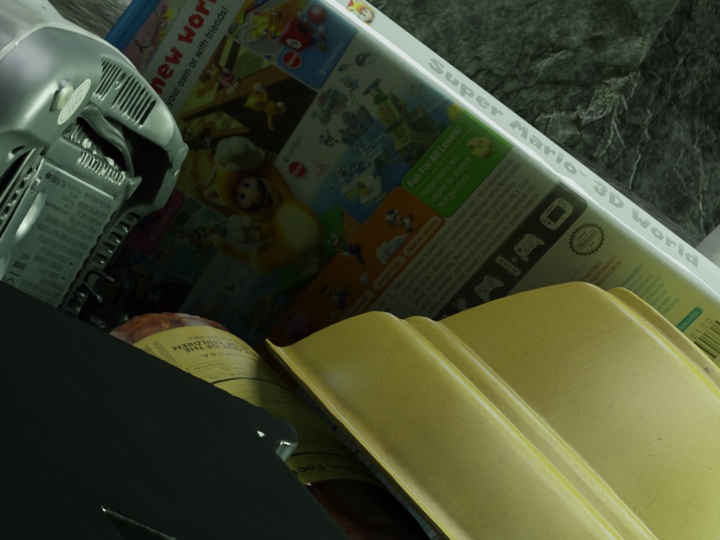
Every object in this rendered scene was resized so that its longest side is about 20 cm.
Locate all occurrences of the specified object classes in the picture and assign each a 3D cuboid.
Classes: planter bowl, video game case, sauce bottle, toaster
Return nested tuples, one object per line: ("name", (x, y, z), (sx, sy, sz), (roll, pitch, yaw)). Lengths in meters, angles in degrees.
("planter bowl", (0.071, 0.064, 0.759), (0.200, 0.083, 0.200), (46, -2, 2))
("video game case", (0.000, 0.000, 0.828), (0.199, 0.143, 0.018), (36, 36, -9))
("sauce bottle", (-0.015, 0.079, 0.715), (0.066, 0.066, 0.200), (27, 12, -37))
("toaster", (-0.131, -0.033, 0.748), (0.129, 0.114, 0.200), (32, 1, 10))

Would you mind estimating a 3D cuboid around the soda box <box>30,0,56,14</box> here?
("soda box", (-0.177, -0.110, 0.882), (0.200, 0.068, 0.063), (49, 37, 4))

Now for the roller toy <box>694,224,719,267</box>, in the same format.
("roller toy", (0.198, 0.071, 1.191), (0.139, 0.201, 0.182), (36, 38, 30))

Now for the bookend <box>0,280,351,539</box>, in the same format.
("bookend", (-0.064, 0.072, 0.439), (0.199, 0.092, 0.199), (28, 10, -39))
